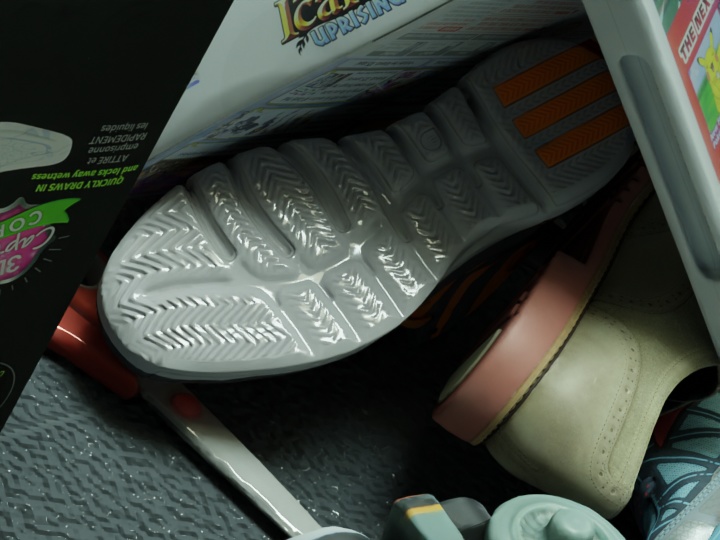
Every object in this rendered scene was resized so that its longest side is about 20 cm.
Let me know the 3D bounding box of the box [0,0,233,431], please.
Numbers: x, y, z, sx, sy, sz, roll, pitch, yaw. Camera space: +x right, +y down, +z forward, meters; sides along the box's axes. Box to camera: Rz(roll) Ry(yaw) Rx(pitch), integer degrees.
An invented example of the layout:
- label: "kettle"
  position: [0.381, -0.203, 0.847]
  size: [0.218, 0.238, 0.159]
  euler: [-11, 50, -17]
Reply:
- label: "box"
  position: [-0.144, -0.064, 0.650]
  size: [0.124, 0.200, 0.149]
  euler: [-3, 45, -44]

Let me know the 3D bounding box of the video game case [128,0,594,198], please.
- label: "video game case"
  position: [0.013, -0.084, 0.793]
  size: [0.046, 0.181, 0.200]
  euler: [65, 23, 5]

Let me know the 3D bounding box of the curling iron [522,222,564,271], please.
- label: "curling iron"
  position: [0.046, -0.035, 0.894]
  size: [0.200, 0.050, 0.026]
  euler: [43, 0, 39]

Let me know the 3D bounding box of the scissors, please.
- label: "scissors"
  position: [-0.062, 0.034, 0.762]
  size: [0.199, 0.014, 0.073]
  euler: [33, 30, 5]

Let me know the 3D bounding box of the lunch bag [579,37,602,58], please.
- label: "lunch bag"
  position: [0.161, -0.132, 1.115]
  size: [0.199, 0.082, 0.176]
  euler: [31, 33, -2]

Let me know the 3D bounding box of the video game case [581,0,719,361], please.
- label: "video game case"
  position: [0.129, -0.096, 0.769]
  size: [0.200, 0.023, 0.183]
  euler: [-61, 137, -40]

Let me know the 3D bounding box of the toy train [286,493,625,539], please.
- label: "toy train"
  position: [0.045, 0.139, 0.646]
  size: [0.113, 0.086, 0.200]
  euler: [-4, 40, -31]

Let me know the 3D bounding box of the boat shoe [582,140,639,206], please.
- label: "boat shoe"
  position: [0.176, 0.003, 0.953]
  size: [0.200, 0.073, 0.072]
  euler: [43, 34, 17]

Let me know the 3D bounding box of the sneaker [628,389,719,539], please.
- label: "sneaker"
  position: [0.113, 0.073, 0.825]
  size: [0.095, 0.080, 0.200]
  euler: [14, 30, 18]

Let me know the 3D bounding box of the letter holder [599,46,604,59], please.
- label: "letter holder"
  position: [0.123, -0.164, 1.001]
  size: [0.141, 0.101, 0.201]
  euler: [1, 63, -18]

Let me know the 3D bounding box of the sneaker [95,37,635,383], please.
- label: "sneaker"
  position: [0.000, 0.000, 0.802]
  size: [0.199, 0.112, 0.078]
  euler: [-23, 73, -21]

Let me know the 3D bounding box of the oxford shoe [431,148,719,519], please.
- label: "oxford shoe"
  position: [0.099, 0.010, 0.802]
  size: [0.075, 0.070, 0.200]
  euler: [41, 51, 1]
